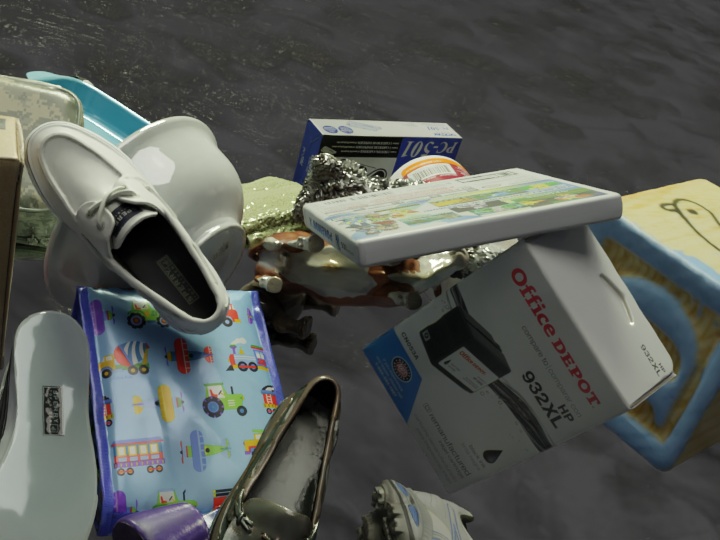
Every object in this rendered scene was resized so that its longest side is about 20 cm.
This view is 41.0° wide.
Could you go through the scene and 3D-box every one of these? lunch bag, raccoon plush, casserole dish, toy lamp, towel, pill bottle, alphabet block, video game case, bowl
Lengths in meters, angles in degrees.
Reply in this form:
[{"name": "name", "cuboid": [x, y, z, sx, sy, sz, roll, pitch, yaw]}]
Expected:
[{"name": "lunch bag", "cuboid": [-0.343, -0.080, 0.850, 0.200, 0.168, 0.139, 6, 68, -15]}, {"name": "raccoon plush", "cuboid": [0.031, -0.059, 0.931, 0.200, 0.097, 0.134, 9, -8, 45]}, {"name": "casserole dish", "cuboid": [-0.249, -0.131, 0.957, 0.200, 0.039, 0.121, 34, 19, 3]}, {"name": "lunch bag", "cuboid": [-0.135, 0.113, 0.734, 0.150, 0.094, 0.200, 2, 44, -29]}, {"name": "toy lamp", "cuboid": [-0.179, 0.199, 0.580, 0.058, 0.058, 0.200, 37, 38, 29]}, {"name": "towel", "cuboid": [-0.107, -0.064, 1.014, 0.148, 0.037, 0.200, 15, 20, 37]}, {"name": "pill bottle", "cuboid": [0.102, -0.030, 1.040, 0.113, 0.113, 0.200, 3, 35, -23]}, {"name": "alphabet block", "cuboid": [0.320, 0.045, 0.952, 0.200, 0.196, 0.195, -14, 45, -41]}, {"name": "video game case", "cuboid": [0.070, -0.046, 0.751, 0.200, 0.022, 0.182, -10, 14, -13]}, {"name": "bowl", "cuboid": [-0.163, -0.024, 0.825, 0.090, 0.201, 0.201, 37, 36, 16]}]

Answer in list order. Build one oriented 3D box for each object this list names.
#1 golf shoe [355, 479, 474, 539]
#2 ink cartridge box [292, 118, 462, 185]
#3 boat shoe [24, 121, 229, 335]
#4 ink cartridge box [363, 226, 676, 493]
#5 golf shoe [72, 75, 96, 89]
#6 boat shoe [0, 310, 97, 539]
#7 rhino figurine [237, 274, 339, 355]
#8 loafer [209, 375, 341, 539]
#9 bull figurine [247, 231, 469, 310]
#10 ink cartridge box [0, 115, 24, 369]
[{"name": "golf shoe", "cuboid": [0.067, 0.226, 0.659, 0.097, 0.078, 0.200, 12, 32, -21]}, {"name": "ink cartridge box", "cuboid": [0.022, -0.133, 1.180, 0.200, 0.094, 0.044, -4, 37, -31]}, {"name": "boat shoe", "cuboid": [-0.168, -0.036, 0.708, 0.200, 0.065, 0.074, 44, 77, -5]}, {"name": "ink cartridge box", "cuboid": [0.119, 0.071, 0.764, 0.084, 0.200, 0.145, -22, 78, -47]}, {"name": "golf shoe", "cuboid": [-0.269, -0.143, 1.077, 0.094, 0.078, 0.200, -6, 49, -38]}, {"name": "boat shoe", "cuboid": [-0.227, 0.128, 0.666, 0.074, 0.068, 0.199, 6, 57, -30]}, {"name": "rhino figurine", "cuboid": [-0.064, 0.016, 0.933, 0.087, 0.060, 0.200, 12, 27, 11]}, {"name": "loafer", "cuboid": [-0.057, 0.158, 0.660, 0.072, 0.063, 0.200, 21, 49, -5]}, {"name": "bull figurine", "cuboid": [0.000, 0.000, 0.843, 0.200, 0.065, 0.121, 2, 1, -3]}, {"name": "ink cartridge box", "cuboid": [-0.345, -0.022, 0.716, 0.165, 0.200, 0.075, 4, 34, -24]}]
